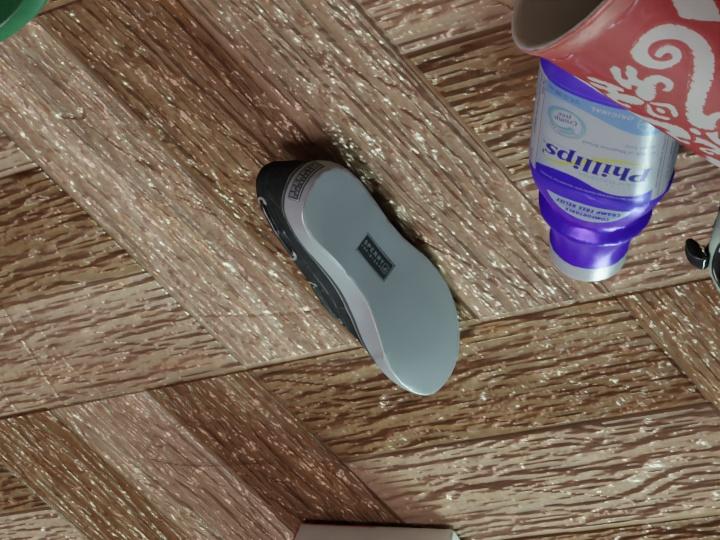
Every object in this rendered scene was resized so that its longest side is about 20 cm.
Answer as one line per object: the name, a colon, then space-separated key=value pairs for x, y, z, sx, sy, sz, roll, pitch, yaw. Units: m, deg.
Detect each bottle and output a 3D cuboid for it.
bottle: x=0.136 y=-0.069 z=1.452 sx=0.083 sy=0.065 sz=0.200 roll=17 pitch=146 yaw=9

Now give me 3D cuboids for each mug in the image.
mug: x=0.205 y=-0.118 z=1.288 sx=0.200 sy=0.133 sz=0.178 roll=34 pitch=147 yaw=-20

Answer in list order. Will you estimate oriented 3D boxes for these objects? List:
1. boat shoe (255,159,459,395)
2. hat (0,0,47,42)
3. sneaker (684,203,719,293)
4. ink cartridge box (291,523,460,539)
boat shoe: x=0.000 y=0.000 z=1.643 sx=0.057 sy=0.069 sz=0.200 roll=18 pitch=150 yaw=46
hat: x=-0.297 y=-0.231 z=1.545 sx=0.200 sy=0.176 sz=0.166 roll=-8 pitch=151 yaw=-20
sneaker: x=0.229 y=0.006 z=1.450 sx=0.074 sy=0.118 sz=0.200 roll=6 pitch=144 yaw=23
ink cartridge box: x=0.039 y=0.285 z=1.985 sx=0.146 sy=0.085 sz=0.200 roll=-1 pitch=137 yaw=33
